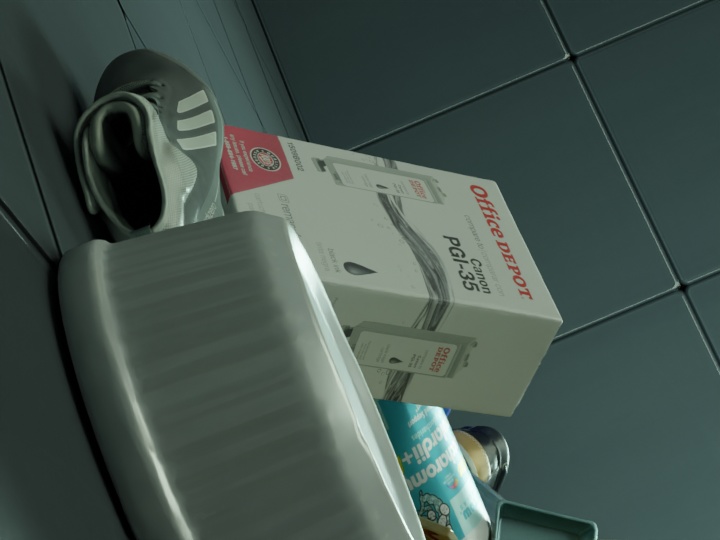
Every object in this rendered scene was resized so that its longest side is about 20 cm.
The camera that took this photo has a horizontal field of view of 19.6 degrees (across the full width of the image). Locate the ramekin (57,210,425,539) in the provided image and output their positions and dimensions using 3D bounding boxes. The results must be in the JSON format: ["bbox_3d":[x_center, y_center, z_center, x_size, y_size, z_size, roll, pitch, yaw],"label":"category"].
[{"bbox_3d":[-0.044,0.067,0.870,0.202,0.094,0.202,-23,90,-87],"label":"ramekin"}]

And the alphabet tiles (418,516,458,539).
[{"bbox_3d":[0.019,0.150,1.159,0.200,0.166,0.006,61,50,-68],"label":"alphabet tiles"}]

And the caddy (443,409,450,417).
[{"bbox_3d":[-0.008,0.023,1.406,0.200,0.105,0.141,40,-31,6],"label":"caddy"}]

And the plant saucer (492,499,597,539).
[{"bbox_3d":[0.103,0.244,1.287,0.019,0.070,0.200,129,-27,-60],"label":"plant saucer"}]

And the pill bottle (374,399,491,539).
[{"bbox_3d":[0.013,0.136,1.317,0.111,0.111,0.200,-103,169,-77],"label":"pill bottle"}]

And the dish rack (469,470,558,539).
[{"bbox_3d":[0.067,0.217,1.423,0.200,0.044,0.172,38,-41,36],"label":"dish rack"}]

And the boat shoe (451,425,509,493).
[{"bbox_3d":[0.051,0.172,1.511,0.075,0.062,0.200,53,-36,16],"label":"boat shoe"}]

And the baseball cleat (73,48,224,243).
[{"bbox_3d":[-0.107,-0.070,1.053,0.200,0.070,0.106,-112,178,-46],"label":"baseball cleat"}]

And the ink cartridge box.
[{"bbox_3d":[0.000,0.000,1.233,0.083,0.200,0.147,-64,-151,31],"label":"ink cartridge box"}]
